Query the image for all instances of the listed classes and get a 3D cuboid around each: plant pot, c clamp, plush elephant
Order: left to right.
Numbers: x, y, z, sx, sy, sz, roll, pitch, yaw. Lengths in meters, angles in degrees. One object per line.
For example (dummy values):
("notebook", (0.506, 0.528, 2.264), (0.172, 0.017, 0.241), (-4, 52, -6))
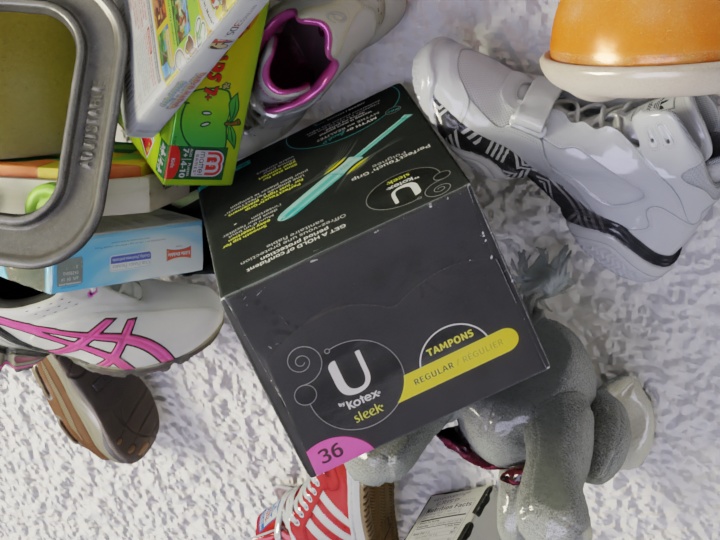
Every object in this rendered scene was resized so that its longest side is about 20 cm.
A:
("plant pot", (-0.262, -0.155, 1.060), (0.200, 0.200, 0.142), (6, 104, 26))
("c clamp", (-0.223, -0.082, 0.950), (0.171, 0.027, 0.200), (12, 84, 12))
("plush elephant", (0.104, 0.103, 1.048), (0.164, 0.200, 0.155), (10, 149, 25))

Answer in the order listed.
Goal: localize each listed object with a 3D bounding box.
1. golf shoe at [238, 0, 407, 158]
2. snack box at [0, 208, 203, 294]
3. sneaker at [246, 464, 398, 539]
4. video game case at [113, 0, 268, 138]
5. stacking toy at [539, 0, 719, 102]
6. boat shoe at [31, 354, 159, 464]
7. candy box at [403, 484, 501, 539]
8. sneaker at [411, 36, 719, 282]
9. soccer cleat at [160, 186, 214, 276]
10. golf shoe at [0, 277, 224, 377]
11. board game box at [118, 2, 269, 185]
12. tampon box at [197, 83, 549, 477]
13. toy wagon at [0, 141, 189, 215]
("golf shoe", (-0.057, -0.123, 1.015), (0.075, 0.092, 0.200), (43, 133, -6))
("snack box", (-0.210, -0.027, 1.079), (0.200, 0.116, 0.037), (15, 108, 46))
("sneaker", (-0.033, 0.166, 1.214), (0.112, 0.071, 0.200), (11, 128, 19))
("video game case", (-0.107, -0.201, 0.920), (0.182, 0.023, 0.200), (-37, 58, 57))
("stacking toy", (0.160, -0.193, 0.838), (0.146, 0.146, 0.200), (3, 107, 28))
("boat shoe", (-0.227, 0.062, 1.250), (0.072, 0.076, 0.200), (-5, 113, 40))
("candy box", (0.064, 0.265, 1.141), (0.061, 0.200, 0.137), (-15, 112, 35))
("sneaker", (0.132, -0.089, 0.946), (0.200, 0.075, 0.115), (39, 130, -6))
("soccer cleat", (-0.130, -0.035, 1.121), (0.200, 0.081, 0.068), (11, 125, 25))
("golf shoe", (-0.191, 0.025, 1.148), (0.200, 0.073, 0.092), (-1, 138, -17))
("board game box", (-0.097, -0.163, 0.975), (0.102, 0.048, 0.200), (48, 132, 50))
("tampon box", (0.000, 0.000, 0.963), (0.150, 0.200, 0.126), (-25, 114, 1))
("toy wagon", (-0.215, -0.058, 1.042), (0.200, 0.155, 0.040), (5, 103, 16))
